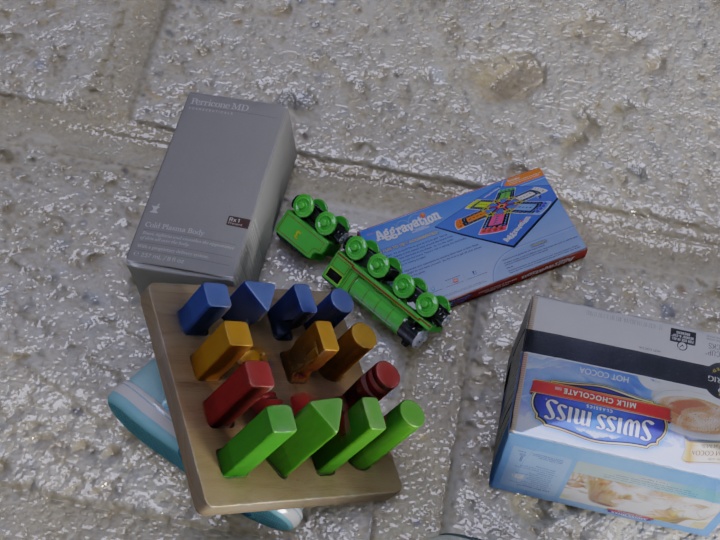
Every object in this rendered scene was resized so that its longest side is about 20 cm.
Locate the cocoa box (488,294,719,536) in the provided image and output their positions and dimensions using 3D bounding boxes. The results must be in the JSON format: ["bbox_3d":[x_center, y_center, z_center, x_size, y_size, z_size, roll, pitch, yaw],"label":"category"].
[{"bbox_3d":[0.220,0.125,1.049,0.199,0.134,0.132,12,61,5],"label":"cocoa box"}]

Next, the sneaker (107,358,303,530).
[{"bbox_3d":[-0.104,0.122,1.066,0.199,0.080,0.131,34,65,15],"label":"sneaker"}]

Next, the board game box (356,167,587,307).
[{"bbox_3d":[0.107,-0.025,1.196,0.199,0.019,0.103,-20,64,-13],"label":"board game box"}]

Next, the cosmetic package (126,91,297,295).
[{"bbox_3d":[-0.134,-0.062,1.164,0.106,0.090,0.201,8,62,9],"label":"cosmetic package"}]

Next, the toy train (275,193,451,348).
[{"bbox_3d":[0.000,0.000,1.150,0.200,0.042,0.057,40,101,24],"label":"toy train"}]

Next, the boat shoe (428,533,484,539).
[{"bbox_3d":[0.144,0.267,1.018,0.199,0.073,0.062,22,20,16],"label":"boat shoe"}]

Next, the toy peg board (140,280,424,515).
[{"bbox_3d":[-0.052,0.083,1.023,0.199,0.098,0.200,4,56,-40],"label":"toy peg board"}]
